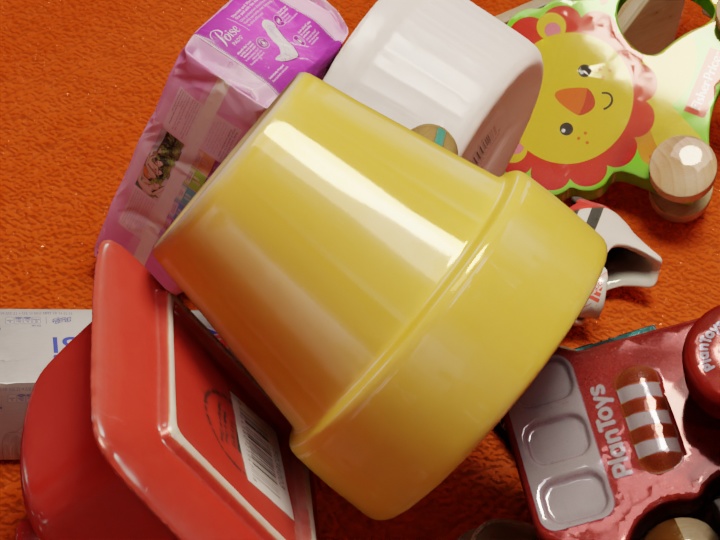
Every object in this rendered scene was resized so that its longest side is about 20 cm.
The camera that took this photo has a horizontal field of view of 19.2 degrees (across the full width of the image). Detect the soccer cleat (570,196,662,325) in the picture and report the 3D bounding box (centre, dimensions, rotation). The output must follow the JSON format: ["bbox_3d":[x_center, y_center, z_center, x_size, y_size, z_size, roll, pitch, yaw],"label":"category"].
[{"bbox_3d":[0.113,0.008,1.392,0.200,0.069,0.085,-21,44,-39],"label":"soccer cleat"}]

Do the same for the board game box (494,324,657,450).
[{"bbox_3d":[0.178,0.120,1.298,0.135,0.028,0.200,-15,46,-25],"label":"board game box"}]

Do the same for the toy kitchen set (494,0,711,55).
[{"bbox_3d":[0.202,-0.215,1.572,0.180,0.201,0.163,-26,51,-36],"label":"toy kitchen set"}]

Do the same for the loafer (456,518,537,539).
[{"bbox_3d":[0.141,0.189,1.176,0.200,0.068,0.076,29,41,19],"label":"loafer"}]

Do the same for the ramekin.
[{"bbox_3d":[0.037,-0.087,1.391,0.098,0.201,0.200,31,43,12],"label":"ramekin"}]

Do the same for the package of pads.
[{"bbox_3d":[-0.088,-0.082,1.348,0.076,0.200,0.121,34,43,5],"label":"package of pads"}]

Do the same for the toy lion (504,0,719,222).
[{"bbox_3d":[0.180,-0.135,1.516,0.191,0.069,0.201,23,80,11],"label":"toy lion"}]

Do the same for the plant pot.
[{"bbox_3d":[0.000,0.000,1.151,0.189,0.201,0.201,41,41,-5],"label":"plant pot"}]

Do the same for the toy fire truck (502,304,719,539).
[{"bbox_3d":[0.169,0.119,1.132,0.167,0.112,0.201,-15,60,4],"label":"toy fire truck"}]

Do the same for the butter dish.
[{"bbox_3d":[-0.121,0.122,1.144,0.148,0.200,0.200,-34,31,15],"label":"butter dish"}]

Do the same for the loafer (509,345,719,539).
[{"bbox_3d":[0.164,0.125,1.220,0.200,0.068,0.076,45,58,14],"label":"loafer"}]

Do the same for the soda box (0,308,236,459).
[{"bbox_3d":[-0.134,0.068,1.265,0.199,0.064,0.068,0,39,-13],"label":"soda box"}]

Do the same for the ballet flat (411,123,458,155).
[{"bbox_3d":[0.003,-0.011,1.296,0.069,0.200,0.063,33,37,-11],"label":"ballet flat"}]
